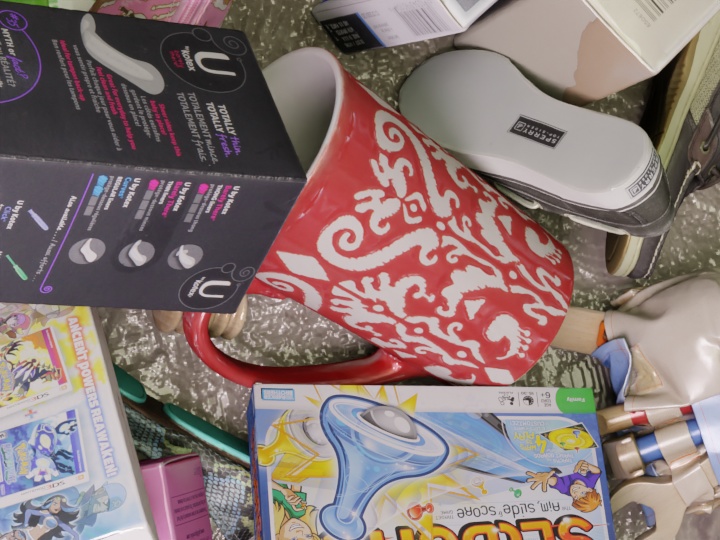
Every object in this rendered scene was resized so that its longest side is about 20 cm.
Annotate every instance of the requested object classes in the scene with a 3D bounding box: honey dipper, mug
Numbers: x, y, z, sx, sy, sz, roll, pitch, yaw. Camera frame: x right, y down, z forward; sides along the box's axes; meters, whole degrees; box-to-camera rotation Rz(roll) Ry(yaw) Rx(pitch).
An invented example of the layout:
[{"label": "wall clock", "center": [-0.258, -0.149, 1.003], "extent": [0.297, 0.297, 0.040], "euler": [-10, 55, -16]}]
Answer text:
[{"label": "honey dipper", "center": [-0.160, 0.009, 1.408], "extent": [0.200, 0.038, 0.038], "euler": [9, 83, -29]}, {"label": "mug", "center": [0.002, -0.010, 1.429], "extent": [0.200, 0.177, 0.134], "euler": [32, 37, -30]}]

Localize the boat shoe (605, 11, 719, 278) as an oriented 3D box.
[{"label": "boat shoe", "center": [0.206, -0.083, 1.522], "extent": [0.066, 0.072, 0.201], "euler": [21, 76, -7]}]

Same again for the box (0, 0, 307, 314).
[{"label": "box", "center": [-0.149, -0.058, 1.276], "extent": [0.200, 0.106, 0.122], "euler": [4, 45, -30]}]

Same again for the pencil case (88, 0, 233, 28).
[{"label": "pencil case", "center": [-0.099, -0.168, 1.391], "extent": [0.083, 0.087, 0.200], "euler": [30, 94, 15]}]

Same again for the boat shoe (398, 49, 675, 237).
[{"label": "boat shoe", "center": [0.100, -0.069, 1.452], "extent": [0.071, 0.200, 0.064], "euler": [-47, 135, -12]}]

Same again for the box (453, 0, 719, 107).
[{"label": "box", "center": [0.137, -0.154, 1.442], "extent": [0.078, 0.200, 0.095], "euler": [46, 77, -7]}]

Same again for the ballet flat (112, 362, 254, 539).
[{"label": "ballet flat", "center": [-0.134, 0.095, 1.421], "extent": [0.200, 0.074, 0.074], "euler": [33, 78, -7]}]

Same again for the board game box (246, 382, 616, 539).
[{"label": "board game box", "center": [0.040, 0.129, 1.394], "extent": [0.200, 0.034, 0.136], "euler": [1, 55, -10]}]

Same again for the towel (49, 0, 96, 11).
[{"label": "towel", "center": [-0.202, -0.150, 1.443], "extent": [0.200, 0.023, 0.153], "euler": [-12, 88, -15]}]

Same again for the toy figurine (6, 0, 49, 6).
[{"label": "toy figurine", "center": [-0.242, -0.160, 1.302], "extent": [0.150, 0.184, 0.200], "euler": [23, 63, 0]}]

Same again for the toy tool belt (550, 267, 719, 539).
[{"label": "toy tool belt", "center": [0.189, 0.103, 1.492], "extent": [0.123, 0.125, 0.200], "euler": [-16, 86, 15]}]

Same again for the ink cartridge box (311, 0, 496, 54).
[{"label": "ink cartridge box", "center": [0.083, -0.205, 1.434], "extent": [0.200, 0.198, 0.043], "euler": [-43, 103, -13]}]

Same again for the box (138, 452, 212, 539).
[{"label": "box", "center": [-0.166, 0.213, 1.353], "extent": [0.176, 0.097, 0.200], "euler": [-9, 88, 8]}]

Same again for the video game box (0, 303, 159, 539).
[{"label": "video game box", "center": [-0.209, 0.104, 1.297], "extent": [0.182, 0.200, 0.047], "euler": [-21, 134, 0]}]
